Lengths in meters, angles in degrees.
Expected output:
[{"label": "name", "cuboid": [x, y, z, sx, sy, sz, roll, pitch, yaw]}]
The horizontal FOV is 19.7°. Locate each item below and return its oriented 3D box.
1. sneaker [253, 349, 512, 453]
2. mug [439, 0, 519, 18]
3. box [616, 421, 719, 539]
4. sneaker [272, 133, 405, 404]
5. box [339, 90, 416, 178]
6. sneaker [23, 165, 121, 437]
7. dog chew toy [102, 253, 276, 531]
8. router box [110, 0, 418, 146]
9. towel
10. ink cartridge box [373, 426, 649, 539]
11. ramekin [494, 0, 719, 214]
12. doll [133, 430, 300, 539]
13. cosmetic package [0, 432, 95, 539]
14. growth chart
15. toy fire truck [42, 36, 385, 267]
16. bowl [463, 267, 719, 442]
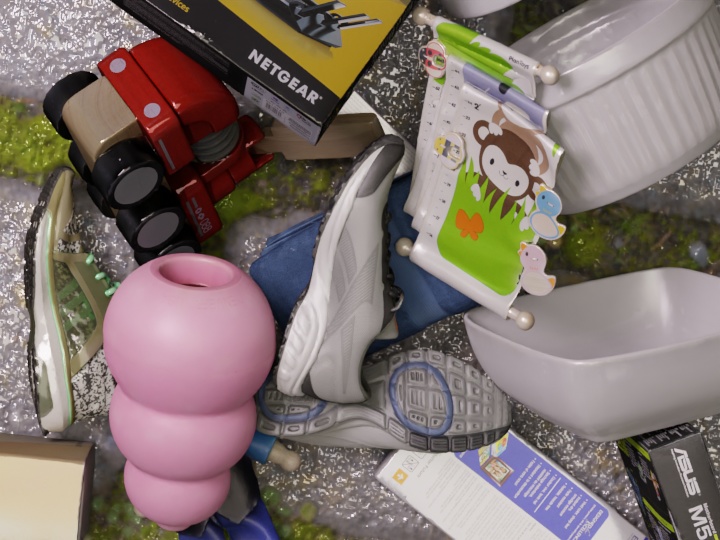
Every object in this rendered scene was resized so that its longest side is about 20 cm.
[{"label": "sneaker", "cuboid": [0.015, 0.100, 1.546, 0.198, 0.087, 0.075, 5, 76, 10]}, {"label": "mug", "cuboid": [0.084, -0.311, 1.493, 0.147, 0.201, 0.176, -16, 122, 39]}, {"label": "box", "cuboid": [0.242, 0.199, 1.514, 0.047, 0.200, 0.195, -18, 93, 0]}, {"label": "sneaker", "cuboid": [0.000, 0.000, 1.481, 0.079, 0.074, 0.202, 17, 101, 2]}, {"label": "box", "cuboid": [0.020, -0.086, 1.565, 0.200, 0.039, 0.041, 43, 91, -4]}, {"label": "sneaker", "cuboid": [-0.205, 0.022, 1.555, 0.088, 0.077, 0.202, -2, 99, -15]}, {"label": "dog chew toy", "cuboid": [-0.127, 0.093, 1.487, 0.123, 0.125, 0.202, 7, 112, -3]}, {"label": "router box", "cuboid": [-0.065, -0.208, 1.427, 0.199, 0.052, 0.158, 35, 75, 2]}, {"label": "towel", "cuboid": [0.025, -0.007, 1.539, 0.199, 0.049, 0.112, -25, 100, 18]}, {"label": "ink cartridge box", "cuboid": [0.115, 0.179, 1.589, 0.199, 0.037, 0.095, 38, 91, -2]}, {"label": "ramekin", "cuboid": [0.180, -0.126, 1.496, 0.199, 0.200, 0.106, -30, 104, 0]}, {"label": "doll", "cuboid": [-0.107, 0.170, 1.572, 0.135, 0.048, 0.202, -23, 88, 9]}, {"label": "cosmetic package", "cuboid": [-0.299, 0.157, 1.536, 0.198, 0.105, 0.072, 6, 93, -4]}, {"label": "growth chart", "cuboid": [0.084, -0.069, 1.439, 0.144, 0.018, 0.202, 23, 119, 35]}, {"label": "toy fire truck", "cuboid": [-0.098, -0.096, 1.488, 0.199, 0.176, 0.129, -35, 62, -9]}, {"label": "bowl", "cuboid": [0.193, 0.062, 1.494, 0.198, 0.200, 0.075, -13, 103, -20]}]
